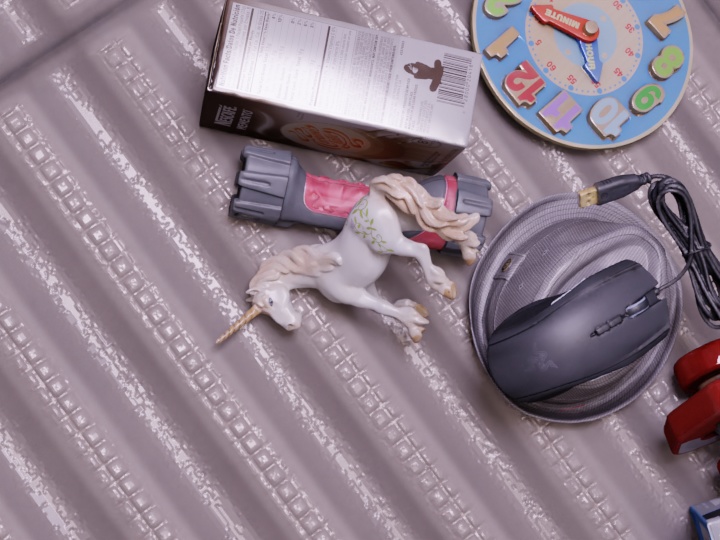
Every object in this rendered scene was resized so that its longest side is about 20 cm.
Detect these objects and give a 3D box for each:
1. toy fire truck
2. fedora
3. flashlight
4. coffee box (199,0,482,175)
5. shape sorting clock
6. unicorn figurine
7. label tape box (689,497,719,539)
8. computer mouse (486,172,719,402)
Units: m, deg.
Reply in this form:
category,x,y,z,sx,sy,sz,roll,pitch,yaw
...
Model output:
category,x,y,z,sx,sy,sz,roll,pitch,yaw
toy fire truck,0.332,0.083,1.050,0.200,0.168,0.112,-20,67,0
fedora,0.184,0.025,1.090,0.177,0.090,0.200,46,76,-2
flashlight,0.001,-0.059,1.080,0.200,0.068,0.068,12,76,-9
coffee box,-0.019,-0.141,1.065,0.200,0.114,0.080,11,80,-8
shape sorting clock,0.189,-0.199,1.151,0.200,0.039,0.200,2,82,-11
unicorn figurine,0.000,0.000,1.052,0.137,0.074,0.200,30,115,-6
label tape box,0.362,0.183,1.045,0.200,0.143,0.066,-22,82,6
computer mouse,0.179,0.009,1.018,0.200,0.046,0.141,-22,94,-4
